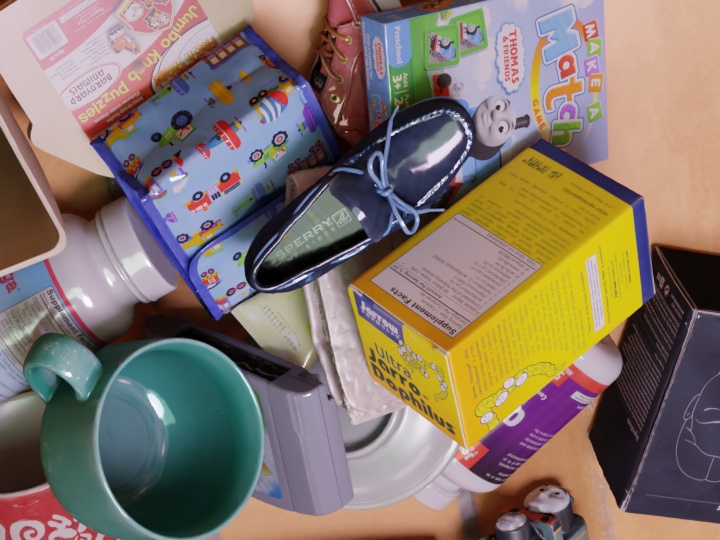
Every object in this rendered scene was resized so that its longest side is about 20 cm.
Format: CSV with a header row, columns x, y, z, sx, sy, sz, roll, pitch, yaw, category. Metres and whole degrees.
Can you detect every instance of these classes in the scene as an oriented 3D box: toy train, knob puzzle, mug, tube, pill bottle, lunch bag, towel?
x,y,z,sx,sy,sz,roll,pitch,yaw,category
0.165,0.287,1.673,0.114,0.085,0.200,-37,122,-41,toy train
-0.167,-0.155,1.416,0.220,0.030,0.220,-11,118,-22,knob puzzle
-0.268,0.214,1.569,0.177,0.133,0.200,3,127,24,mug
0.000,0.000,1.484,0.200,0.058,0.052,-38,125,-9,tube
-0.248,0.024,1.464,0.200,0.109,0.109,-29,118,6,pill bottle
-0.088,-0.059,1.447,0.151,0.094,0.200,-37,138,-7,lunch bag
0.112,0.105,1.559,0.112,0.112,0.200,38,106,-24,pill bottle
0.021,0.008,1.440,0.133,0.034,0.200,-17,102,-28,towel
-0.171,0.115,1.432,0.152,0.114,0.185,-26,101,-37,mug

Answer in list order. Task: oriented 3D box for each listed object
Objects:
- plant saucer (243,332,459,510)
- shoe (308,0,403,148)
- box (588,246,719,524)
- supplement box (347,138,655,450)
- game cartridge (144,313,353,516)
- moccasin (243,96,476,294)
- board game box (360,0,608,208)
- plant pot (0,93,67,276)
x,y,z,sx,sy,sz,roll,pitch,yaw,category
-0.011,0.096,1.513,0.200,0.050,0.200,1,93,16,plant saucer
-0.006,-0.168,1.417,0.091,0.071,0.200,-31,123,2,shoe
0.323,0.103,1.584,0.200,0.124,0.197,9,115,-14,box
0.106,0.015,1.387,0.200,0.109,0.110,-37,138,-21,supplement box
-0.091,0.119,1.500,0.040,0.200,0.133,-36,127,-32,game cartridge
0.003,-0.042,1.344,0.200,0.068,0.080,-42,99,13,moccasin
0.097,-0.135,1.418,0.200,0.037,0.151,-18,115,-29,board game box
-0.338,-0.100,1.343,0.200,0.177,0.200,-21,120,4,plant pot
